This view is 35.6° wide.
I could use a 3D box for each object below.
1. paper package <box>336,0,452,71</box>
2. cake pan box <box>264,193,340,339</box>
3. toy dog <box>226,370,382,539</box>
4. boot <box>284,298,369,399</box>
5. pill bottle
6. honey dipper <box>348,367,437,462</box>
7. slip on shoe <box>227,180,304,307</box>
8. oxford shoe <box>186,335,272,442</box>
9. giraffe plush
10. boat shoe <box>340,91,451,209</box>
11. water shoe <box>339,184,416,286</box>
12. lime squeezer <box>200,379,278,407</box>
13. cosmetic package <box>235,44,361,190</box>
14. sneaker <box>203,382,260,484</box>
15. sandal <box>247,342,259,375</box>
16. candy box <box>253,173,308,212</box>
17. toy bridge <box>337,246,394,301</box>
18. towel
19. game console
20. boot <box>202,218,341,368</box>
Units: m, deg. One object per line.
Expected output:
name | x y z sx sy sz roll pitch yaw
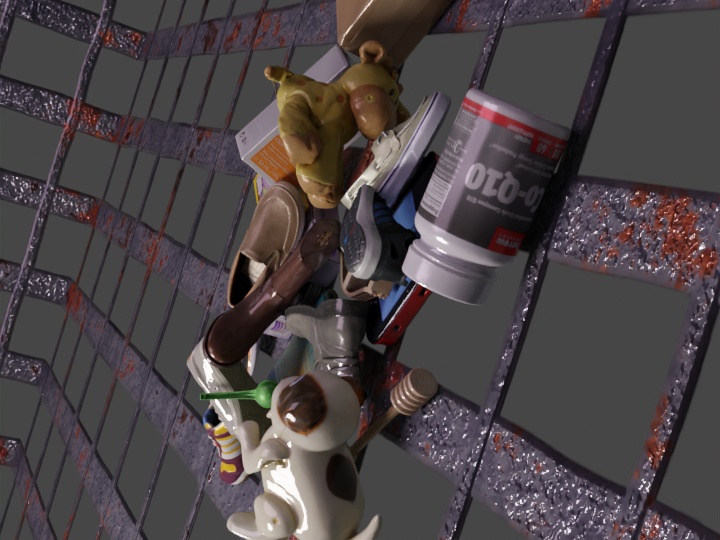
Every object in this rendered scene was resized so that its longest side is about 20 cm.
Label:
paper package | 0.052 -0.414 1.532 0.191 0.103 0.201 -46 35 42
cake pan box | -0.092 -0.025 1.650 0.184 0.052 0.201 -55 30 38
toy dog | -0.060 0.212 1.280 0.194 0.139 0.201 21 112 44
boot | -0.049 0.108 1.411 0.200 0.067 0.131 164 110 -65
pill bottle | 0.124 -0.073 1.145 0.201 0.113 0.114 -68 25 12
honey dipper | 0.026 0.177 1.293 0.200 0.038 0.038 127 149 -45
slip on shoe | -0.140 -0.031 1.587 0.061 0.076 0.200 -31 -27 -58
oxford shoe | -0.171 0.181 1.521 0.058 0.201 0.075 -26 6 32
giraffe plush | -0.018 -0.201 1.449 0.173 0.162 0.201 61 -168 -67
boat shoe | 0.042 -0.142 1.393 0.200 0.062 0.072 -57 0 24
water shoe | 0.023 -0.035 1.317 0.200 0.079 0.072 -92 26 -63
lime squeezer | -0.115 0.163 1.440 0.199 0.071 0.038 -5 101 40
cosmetic package | -0.068 -0.207 1.574 0.200 0.101 0.071 -40 35 14
sneaker | -0.190 0.232 1.623 0.075 0.090 0.200 -103 30 -50
sandal | -0.188 0.060 1.728 0.079 0.059 0.208 124 144 -79
candy box | -0.121 -0.116 1.684 0.102 0.026 0.200 -55 29 26
toy bridge | 0.000 0.000 1.409 0.067 0.027 0.200 -67 19 11
towel | -0.076 0.139 1.546 0.200 0.022 0.147 -56 29 35
game console | 0.054 -0.024 1.362 0.200 0.031 0.177 -56 30 32
boot | -0.111 0.026 1.466 0.200 0.064 0.187 -42 7 43
